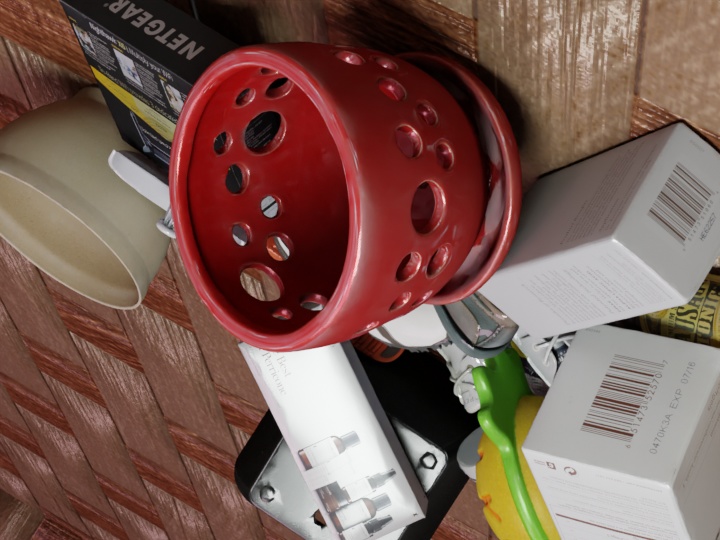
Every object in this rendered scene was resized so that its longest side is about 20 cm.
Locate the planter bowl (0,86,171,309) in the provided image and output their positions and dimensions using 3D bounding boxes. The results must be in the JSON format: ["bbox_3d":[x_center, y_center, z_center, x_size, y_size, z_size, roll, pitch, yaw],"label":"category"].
[{"bbox_3d":[-0.245,-0.080,1.709,0.199,0.135,0.201,29,158,13],"label":"planter bowl"}]

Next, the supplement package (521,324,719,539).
[{"bbox_3d":[0.210,0.149,1.346,0.116,0.118,0.201,11,147,30],"label":"supplement package"}]

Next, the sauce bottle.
[{"bbox_3d":[0.232,0.033,1.337,0.199,0.066,0.066,12,150,42],"label":"sauce bottle"}]

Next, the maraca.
[{"bbox_3d":[0.137,0.149,1.466,0.106,0.137,0.201,-21,108,20],"label":"maraca"}]

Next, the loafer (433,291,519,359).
[{"bbox_3d":[0.062,-0.033,1.398,0.201,0.071,0.063,58,151,11],"label":"loafer"}]

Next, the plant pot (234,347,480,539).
[{"bbox_3d":[0.001,0.169,1.702,0.198,0.201,0.177,33,-172,2],"label":"plant pot"}]

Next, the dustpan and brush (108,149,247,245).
[{"bbox_3d":[-0.144,-0.045,1.622,0.139,0.058,0.200,35,-171,7],"label":"dustpan and brush"}]

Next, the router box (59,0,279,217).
[{"bbox_3d":[-0.139,-0.133,1.472,0.199,0.052,0.158,35,156,39],"label":"router box"}]

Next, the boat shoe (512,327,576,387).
[{"bbox_3d":[0.159,0.061,1.447,0.201,0.072,0.069,54,-169,-18],"label":"boat shoe"}]

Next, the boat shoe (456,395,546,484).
[{"bbox_3d":[0.176,0.142,1.580,0.199,0.071,0.064,-23,121,36],"label":"boat shoe"}]

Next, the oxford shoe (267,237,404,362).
[{"bbox_3d":[-0.036,0.003,1.678,0.200,0.071,0.072,48,161,-6],"label":"oxford shoe"}]

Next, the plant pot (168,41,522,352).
[{"bbox_3d":[-0.005,-0.059,1.276,0.199,0.181,0.203,14,109,43],"label":"plant pot"}]

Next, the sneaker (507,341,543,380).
[{"bbox_3d":[0.116,0.041,1.552,0.198,0.067,0.078,20,-179,21],"label":"sneaker"}]

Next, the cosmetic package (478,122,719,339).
[{"bbox_3d":[0.166,-0.022,1.273,0.074,0.102,0.200,39,159,-12],"label":"cosmetic package"}]

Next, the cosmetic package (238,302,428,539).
[{"bbox_3d":[-0.022,0.129,1.578,0.202,0.082,0.051,63,-173,-7],"label":"cosmetic package"}]

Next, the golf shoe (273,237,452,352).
[{"bbox_3d":[0.000,0.000,1.502,0.199,0.078,0.094,25,169,32],"label":"golf shoe"}]

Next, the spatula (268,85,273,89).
[{"bbox_3d":[-0.047,-0.122,1.469,0.199,0.021,0.056,37,162,-29],"label":"spatula"}]

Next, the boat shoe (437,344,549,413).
[{"bbox_3d":[0.112,0.093,1.637,0.199,0.070,0.071,37,160,-4],"label":"boat shoe"}]
